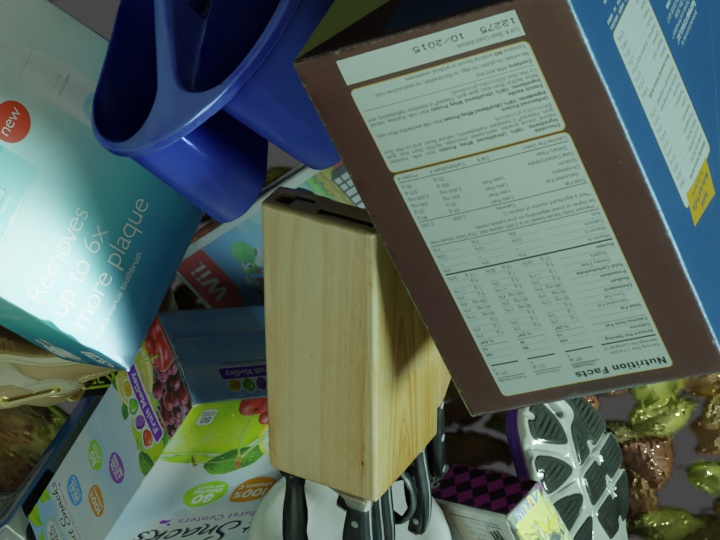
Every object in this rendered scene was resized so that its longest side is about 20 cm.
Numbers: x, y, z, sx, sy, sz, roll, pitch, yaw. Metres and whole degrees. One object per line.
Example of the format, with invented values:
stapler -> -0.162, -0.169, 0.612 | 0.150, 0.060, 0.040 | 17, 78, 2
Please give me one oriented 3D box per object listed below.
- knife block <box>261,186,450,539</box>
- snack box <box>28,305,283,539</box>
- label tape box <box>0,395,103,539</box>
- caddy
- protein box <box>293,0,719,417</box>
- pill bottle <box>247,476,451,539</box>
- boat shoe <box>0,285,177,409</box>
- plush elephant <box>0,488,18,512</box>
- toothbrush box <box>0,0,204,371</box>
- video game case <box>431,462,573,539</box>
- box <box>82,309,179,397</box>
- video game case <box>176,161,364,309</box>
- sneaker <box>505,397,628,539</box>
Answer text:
knife block -> -0.009, 0.071, 0.999 | 0.064, 0.177, 0.200 | 15, 169, 24
snack box -> -0.075, 0.103, 1.149 | 0.200, 0.168, 0.068 | -54, 51, 41
label tape box -> -0.121, 0.179, 1.252 | 0.200, 0.144, 0.066 | 37, 135, -7
caddy -> -0.062, -0.124, 0.986 | 0.141, 0.201, 0.105 | -26, 128, 32
protein box -> 0.097, -0.077, 0.945 | 0.134, 0.199, 0.201 | -12, 119, 29
pill bottle -> -0.012, 0.199, 1.170 | 0.116, 0.117, 0.200 | 19, 149, 8
boat shoe -> -0.185, 0.043, 1.165 | 0.199, 0.074, 0.069 | -7, 140, 25
plush elephant -> -0.249, 0.227, 1.350 | 0.198, 0.155, 0.166 | 0, 86, -17
toothbrush box -> -0.183, -0.059, 1.037 | 0.200, 0.147, 0.085 | 34, 164, -29
video game case -> 0.076, 0.190, 1.194 | 0.200, 0.036, 0.182 | 4, 130, 57
box -> -0.225, -0.004, 1.217 | 0.199, 0.048, 0.194 | -10, 126, 31
video game case -> 0.000, 0.000, 1.159 | 0.199, 0.017, 0.143 | -30, 110, 36
sneaker -> 0.112, 0.158, 1.194 | 0.083, 0.081, 0.201 | 5, 123, 35
